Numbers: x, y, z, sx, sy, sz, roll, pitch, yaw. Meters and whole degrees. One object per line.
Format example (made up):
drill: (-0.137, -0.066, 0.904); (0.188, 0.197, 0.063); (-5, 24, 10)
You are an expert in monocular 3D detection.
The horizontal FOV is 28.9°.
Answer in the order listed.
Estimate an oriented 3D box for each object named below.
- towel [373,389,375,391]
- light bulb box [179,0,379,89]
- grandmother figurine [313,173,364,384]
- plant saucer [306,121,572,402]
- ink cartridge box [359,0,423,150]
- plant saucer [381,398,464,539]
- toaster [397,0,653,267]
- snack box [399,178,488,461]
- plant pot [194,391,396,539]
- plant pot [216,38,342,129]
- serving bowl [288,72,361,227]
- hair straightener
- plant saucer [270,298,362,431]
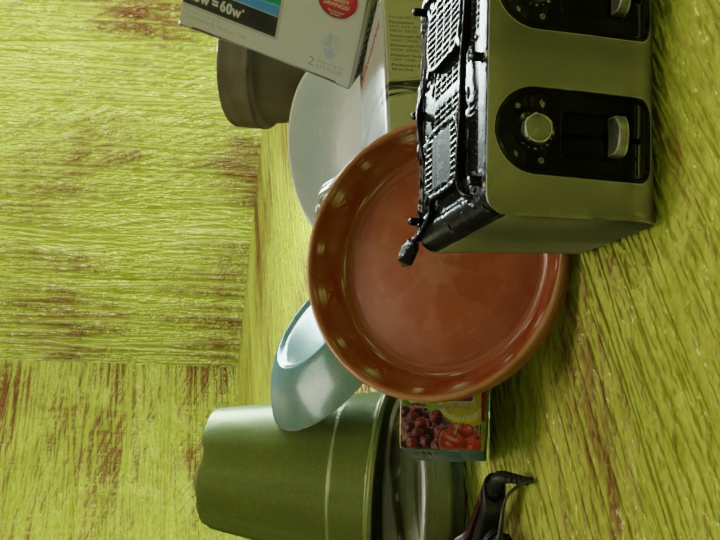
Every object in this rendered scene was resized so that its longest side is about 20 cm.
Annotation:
towel: (0.027, 0.042, 1.578); (0.200, 0.032, 0.193); (-126, 39, -74)
light bulb box: (-0.053, -0.311, 1.435); (0.200, 0.197, 0.125); (-57, -14, -50)
grandmother figurine: (0.000, 0.000, 1.216); (0.122, 0.060, 0.201); (77, 180, -54)
plant saucer: (0.055, -0.007, 0.990); (0.032, 0.199, 0.202); (22, -114, -61)
ink cartridge box: (0.050, -0.131, 1.306); (0.146, 0.084, 0.202); (110, 161, -64)
plant saucer: (0.059, 0.209, 1.264); (0.200, 0.050, 0.202); (-178, 90, -81)
toaster: (0.100, -0.102, 0.859); (0.200, 0.118, 0.183); (146, 127, -76)
snack box: (0.068, 0.044, 1.092); (0.169, 0.067, 0.202); (63, -151, -78)
plant pot: (-0.062, 0.206, 1.419); (0.200, 0.188, 0.202); (4, -90, -79)
plant pot: (-0.049, -0.252, 1.601); (0.200, 0.172, 0.202); (10, -90, -77)
serving bowl: (-0.002, -0.128, 1.492); (0.200, 0.065, 0.202); (22, 116, 55)
hair straightener: (0.099, 0.225, 1.072); (0.201, 0.041, 0.077); (108, 162, -46)
plant saucer: (-0.031, 0.060, 1.352); (0.201, 0.039, 0.202); (-41, 24, 22)
